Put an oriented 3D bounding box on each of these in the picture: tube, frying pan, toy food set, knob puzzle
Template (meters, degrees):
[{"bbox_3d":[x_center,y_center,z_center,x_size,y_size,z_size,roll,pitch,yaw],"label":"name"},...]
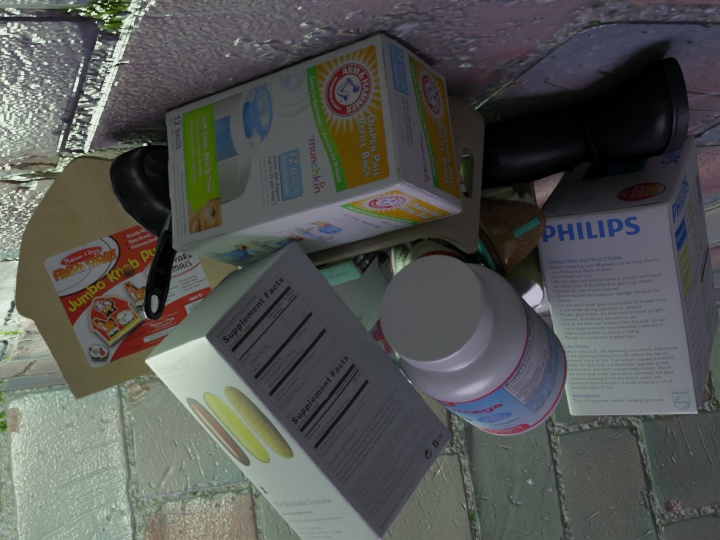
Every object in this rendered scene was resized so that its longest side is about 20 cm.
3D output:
[{"bbox_3d":[0.138,-0.048,1.003,0.057,0.202,0.052,18,133,-21],"label":"tube"},{"bbox_3d":[-0.159,-0.046,0.823,0.031,0.115,0.190,-50,-176,30],"label":"frying pan"},{"bbox_3d":[0.007,-0.054,0.876,0.198,0.145,0.060,-15,139,29],"label":"toy food set"},{"bbox_3d":[-0.205,-0.008,0.913,0.216,0.223,0.030,-8,-159,-8],"label":"knob puzzle"}]

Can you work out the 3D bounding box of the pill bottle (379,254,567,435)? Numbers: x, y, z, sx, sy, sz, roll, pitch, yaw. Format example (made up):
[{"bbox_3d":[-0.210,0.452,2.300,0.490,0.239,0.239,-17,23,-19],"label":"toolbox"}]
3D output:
[{"bbox_3d":[0.092,0.060,0.842,0.107,0.110,0.200,-12,155,22],"label":"pill bottle"}]

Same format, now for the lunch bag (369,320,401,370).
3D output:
[{"bbox_3d":[-0.009,0.051,1.162,0.126,0.172,0.200,15,155,-27],"label":"lunch bag"}]

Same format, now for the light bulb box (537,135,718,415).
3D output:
[{"bbox_3d":[0.260,0.001,1.000,0.123,0.202,0.198,-5,-159,26],"label":"light bulb box"}]

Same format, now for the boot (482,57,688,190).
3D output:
[{"bbox_3d":[0.182,-0.120,0.911,0.160,0.074,0.198,-9,175,0],"label":"boot"}]

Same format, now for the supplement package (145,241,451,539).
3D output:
[{"bbox_3d":[-0.047,0.098,0.809,0.113,0.201,0.110,-22,-159,53],"label":"supplement package"}]

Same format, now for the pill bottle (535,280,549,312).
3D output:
[{"bbox_3d":[0.182,-0.004,1.196,0.111,0.114,0.200,-7,174,-14],"label":"pill bottle"}]

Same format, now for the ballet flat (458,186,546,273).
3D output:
[{"bbox_3d":[0.114,-0.043,0.902,0.072,0.068,0.200,-30,-172,-3],"label":"ballet flat"}]

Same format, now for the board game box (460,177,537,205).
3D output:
[{"bbox_3d":[0.076,-0.069,1.194,0.150,0.047,0.199,0,167,-44],"label":"board game box"}]

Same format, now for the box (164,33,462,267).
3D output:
[{"bbox_3d":[-0.036,-0.081,0.784,0.198,0.114,0.101,-13,165,29],"label":"box"}]

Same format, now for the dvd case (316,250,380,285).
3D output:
[{"bbox_3d":[-0.012,-0.043,0.989,0.145,0.022,0.200,-16,-156,41],"label":"dvd case"}]

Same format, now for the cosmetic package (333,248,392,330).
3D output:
[{"bbox_3d":[0.000,0.000,1.023,0.050,0.083,0.200,-13,-151,50],"label":"cosmetic package"}]

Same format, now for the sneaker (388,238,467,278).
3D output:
[{"bbox_3d":[0.070,0.012,0.948,0.077,0.083,0.201,-24,152,-3],"label":"sneaker"}]
